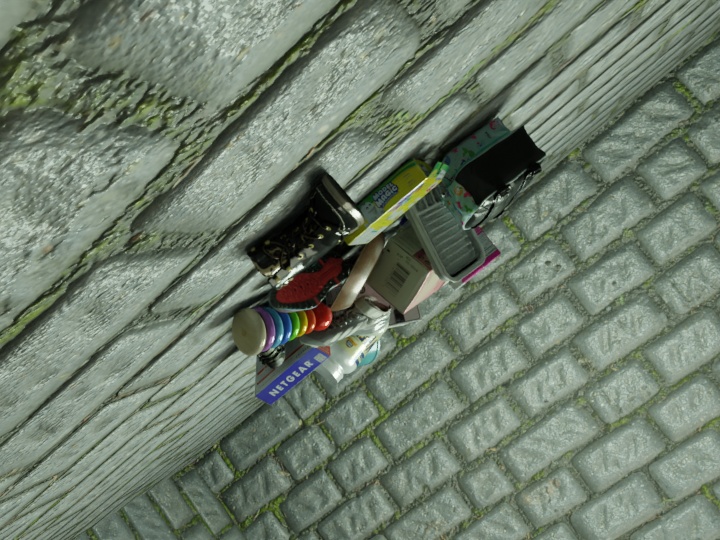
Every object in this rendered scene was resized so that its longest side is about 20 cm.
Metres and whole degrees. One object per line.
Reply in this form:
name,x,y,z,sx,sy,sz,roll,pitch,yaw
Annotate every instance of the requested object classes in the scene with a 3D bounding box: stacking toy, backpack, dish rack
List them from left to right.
stacking toy,-0.130,0.096,1.273,0.200,0.085,0.085,-9,154,-44
dish rack,0.157,-0.080,1.364,0.043,0.200,0.172,-26,-178,39
backpack,0.232,-0.171,1.301,0.177,0.151,0.200,-36,164,-12

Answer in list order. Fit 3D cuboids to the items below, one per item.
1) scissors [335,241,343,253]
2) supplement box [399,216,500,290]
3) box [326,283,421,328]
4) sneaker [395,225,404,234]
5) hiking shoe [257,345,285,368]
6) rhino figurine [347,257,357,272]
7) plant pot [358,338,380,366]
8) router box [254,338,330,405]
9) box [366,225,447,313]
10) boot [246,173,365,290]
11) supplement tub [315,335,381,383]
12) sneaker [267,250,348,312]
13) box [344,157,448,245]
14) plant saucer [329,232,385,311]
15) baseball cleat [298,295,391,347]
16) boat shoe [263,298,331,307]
scissors,-0.049,-0.027,1.384,0.073,0.014,0.200,-30,169,-34
supplement box,0.201,-0.072,1.571,0.103,0.200,0.101,-29,169,-50
box,0.025,0.076,1.546,0.200,0.117,0.060,-9,171,-20
sneaker,0.090,-0.049,1.606,0.074,0.116,0.200,-13,178,35
hiking shoe,-0.186,0.146,1.420,0.076,0.101,0.200,-36,173,-4
rhino figurine,0.009,-0.006,1.607,0.087,0.060,0.200,-40,172,-5
plant pot,-0.083,0.172,1.792,0.188,0.200,0.200,-16,161,-33
router box,-0.155,0.174,1.565,0.200,0.049,0.180,-41,-149,24
box,0.125,-0.018,1.452,0.200,0.109,0.128,-29,154,-50
boot,-0.074,-0.046,0.919,0.150,0.073,0.200,-38,178,-4
supplement tub,-0.039,0.149,1.641,0.200,0.145,0.145,-50,177,-18
sneaker,-0.101,0.038,1.265,0.096,0.079,0.200,-41,172,38
box,0.057,-0.122,1.172,0.200,0.048,0.117,-38,173,16
plant saucer,0.000,0.000,1.381,0.201,0.037,0.200,-62,-179,3
baseball cleat,-0.031,0.098,1.436,0.200,0.070,0.107,-9,133,-26
boat shoe,-0.127,0.085,1.363,0.093,0.075,0.200,-15,-169,22
